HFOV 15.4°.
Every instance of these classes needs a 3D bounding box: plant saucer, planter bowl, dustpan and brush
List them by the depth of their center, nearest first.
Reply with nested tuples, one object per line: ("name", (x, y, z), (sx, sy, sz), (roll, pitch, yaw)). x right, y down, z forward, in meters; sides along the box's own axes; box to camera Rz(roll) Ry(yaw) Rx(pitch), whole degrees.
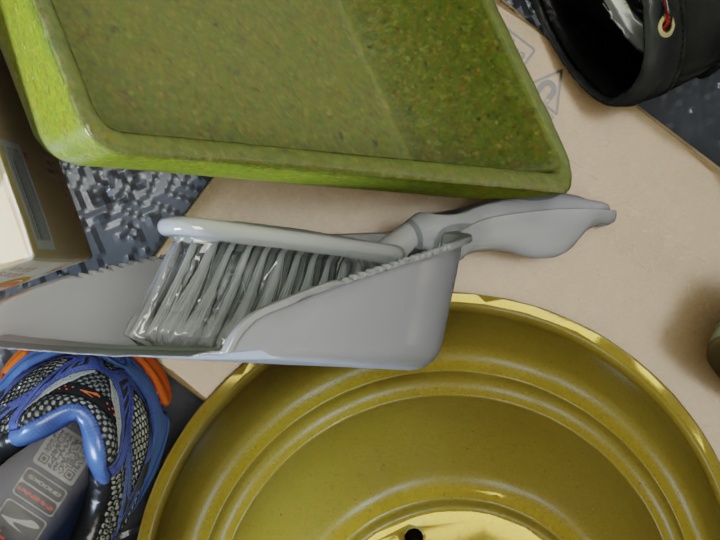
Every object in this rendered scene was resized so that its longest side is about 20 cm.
("plant saucer", (-0.049, -0.100, 0.780), (0.048, 0.200, 0.200), (-39, 63, 34))
("dustpan and brush", (0.000, 0.000, 0.794), (0.200, 0.139, 0.057), (4, 88, -37))
("planter bowl", (0.027, 0.109, 0.813), (0.200, 0.083, 0.201), (0, 94, -1))

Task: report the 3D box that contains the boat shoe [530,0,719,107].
("boat shoe", (0.058, -0.148, 0.839), (0.063, 0.074, 0.202), (-28, 91, -30))

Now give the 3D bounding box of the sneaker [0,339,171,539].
("sneaker", (-0.124, 0.109, 0.817), (0.075, 0.078, 0.201), (24, 94, -2))

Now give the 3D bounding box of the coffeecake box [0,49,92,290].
("coffeecake box", (-0.190, -0.002, 0.772), (0.199, 0.154, 0.073), (-20, 91, 0))

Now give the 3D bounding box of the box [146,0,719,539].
("box", (0.043, 0.012, 0.866), (0.200, 0.021, 0.164), (37, 87, -4))

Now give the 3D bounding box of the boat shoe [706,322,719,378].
("boat shoe", (0.203, 0.034, 0.854), (0.200, 0.072, 0.066), (20, 72, -17))
